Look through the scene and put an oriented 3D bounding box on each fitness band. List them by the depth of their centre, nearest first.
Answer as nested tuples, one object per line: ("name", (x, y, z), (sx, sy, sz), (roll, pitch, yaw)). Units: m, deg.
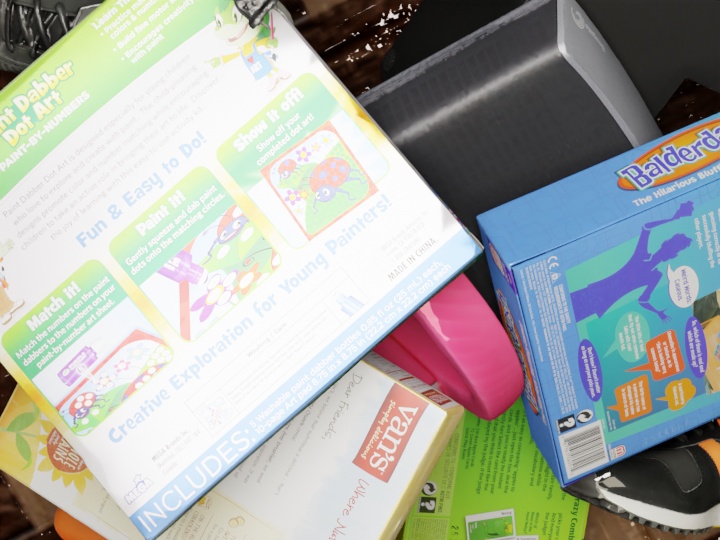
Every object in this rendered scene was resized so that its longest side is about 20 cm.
("fitness band", (0.000, 0.000, 1.163), (0.037, 0.200, 0.144), (-42, 154, -14))

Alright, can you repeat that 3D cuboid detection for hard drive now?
("hard drive", (0.088, -0.030, 1.147), (0.134, 0.042, 0.200), (-28, 129, 9))

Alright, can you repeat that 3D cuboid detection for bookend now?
("bookend", (0.150, -0.119, 1.180), (0.199, 0.092, 0.199), (21, 118, -26))

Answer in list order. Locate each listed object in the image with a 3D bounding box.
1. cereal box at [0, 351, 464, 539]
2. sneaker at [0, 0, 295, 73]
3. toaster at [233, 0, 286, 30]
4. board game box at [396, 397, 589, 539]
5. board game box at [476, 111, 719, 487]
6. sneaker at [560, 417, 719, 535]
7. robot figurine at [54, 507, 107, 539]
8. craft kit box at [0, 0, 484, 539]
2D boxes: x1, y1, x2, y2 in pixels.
("cereal box", (-0.068, 0.079, 1.153), (0.199, 0.040, 0.144), (31, 99, 14))
("sneaker", (-0.125, -0.116, 1.145), (0.199, 0.091, 0.067), (9, 109, -11))
("toaster", (-0.050, -0.208, 0.982), (0.129, 0.114, 0.200), (-37, 113, 4))
("board game box", (0.074, 0.093, 1.274), (0.101, 0.048, 0.201), (4, 111, -10))
("board game box", (0.165, 0.002, 1.135), (0.199, 0.045, 0.153), (-22, 131, -7))
("sneaker", (0.186, 0.090, 1.258), (0.199, 0.070, 0.091), (10, 96, -38))
("robot figurine", (-0.124, 0.205, 1.227), (0.117, 0.199, 0.144), (-57, 133, -27))
("craft kit box", (-0.082, -0.018, 1.066), (0.200, 0.049, 0.198), (-40, 88, 0))
